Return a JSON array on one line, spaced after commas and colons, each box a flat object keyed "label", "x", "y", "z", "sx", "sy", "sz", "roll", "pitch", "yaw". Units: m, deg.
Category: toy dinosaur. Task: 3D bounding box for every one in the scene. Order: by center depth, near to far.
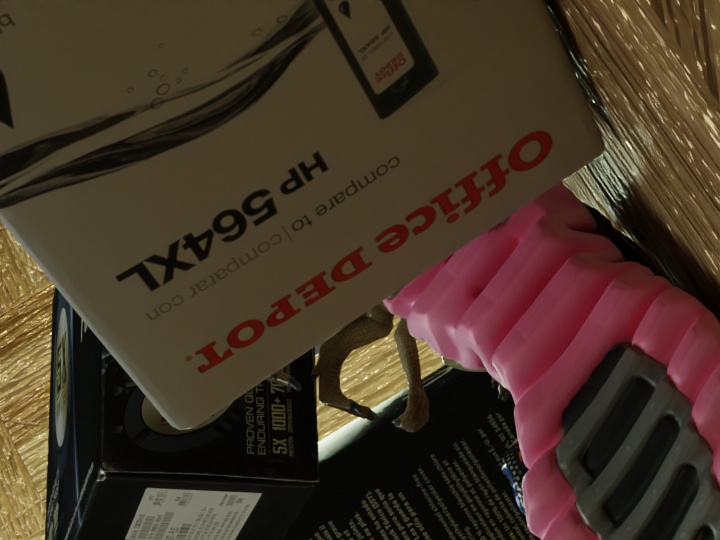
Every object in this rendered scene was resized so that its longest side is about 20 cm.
[{"label": "toy dinosaur", "x": 0.000, "y": 0.000, "z": 0.745, "sx": 0.199, "sy": 0.101, "sz": 0.058, "roll": 18, "pitch": 173, "yaw": 25}]

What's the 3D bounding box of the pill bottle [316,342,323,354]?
[{"label": "pill bottle", "x": -0.063, "y": -0.025, "z": 1.014, "sx": 0.111, "sy": 0.111, "sz": 0.200, "roll": 59, "pitch": -178, "yaw": 32}]

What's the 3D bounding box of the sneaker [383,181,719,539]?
[{"label": "sneaker", "x": 0.082, "y": 0.037, "z": 0.573, "sx": 0.095, "sy": 0.079, "sz": 0.200, "roll": 30, "pitch": -160, "yaw": -38}]

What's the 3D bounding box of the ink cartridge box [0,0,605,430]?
[{"label": "ink cartridge box", "x": -0.040, "y": -0.074, "z": 0.500, "sx": 0.084, "sy": 0.146, "sz": 0.200, "roll": 56, "pitch": 180, "yaw": 44}]

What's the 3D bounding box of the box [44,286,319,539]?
[{"label": "box", "x": -0.082, "y": 0.048, "z": 0.855, "sx": 0.200, "sy": 0.086, "sz": 0.164, "roll": 119, "pitch": 152, "yaw": -60}]

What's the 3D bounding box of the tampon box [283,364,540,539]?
[{"label": "tampon box", "x": 0.051, "y": 0.121, "z": 1.058, "sx": 0.127, "sy": 0.200, "sz": 0.150, "roll": 59, "pitch": 180, "yaw": 0}]

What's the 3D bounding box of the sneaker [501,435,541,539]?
[{"label": "sneaker", "x": 0.106, "y": 0.100, "z": 0.767, "sx": 0.200, "sy": 0.078, "sz": 0.075, "roll": 59, "pitch": -179, "yaw": -43}]
